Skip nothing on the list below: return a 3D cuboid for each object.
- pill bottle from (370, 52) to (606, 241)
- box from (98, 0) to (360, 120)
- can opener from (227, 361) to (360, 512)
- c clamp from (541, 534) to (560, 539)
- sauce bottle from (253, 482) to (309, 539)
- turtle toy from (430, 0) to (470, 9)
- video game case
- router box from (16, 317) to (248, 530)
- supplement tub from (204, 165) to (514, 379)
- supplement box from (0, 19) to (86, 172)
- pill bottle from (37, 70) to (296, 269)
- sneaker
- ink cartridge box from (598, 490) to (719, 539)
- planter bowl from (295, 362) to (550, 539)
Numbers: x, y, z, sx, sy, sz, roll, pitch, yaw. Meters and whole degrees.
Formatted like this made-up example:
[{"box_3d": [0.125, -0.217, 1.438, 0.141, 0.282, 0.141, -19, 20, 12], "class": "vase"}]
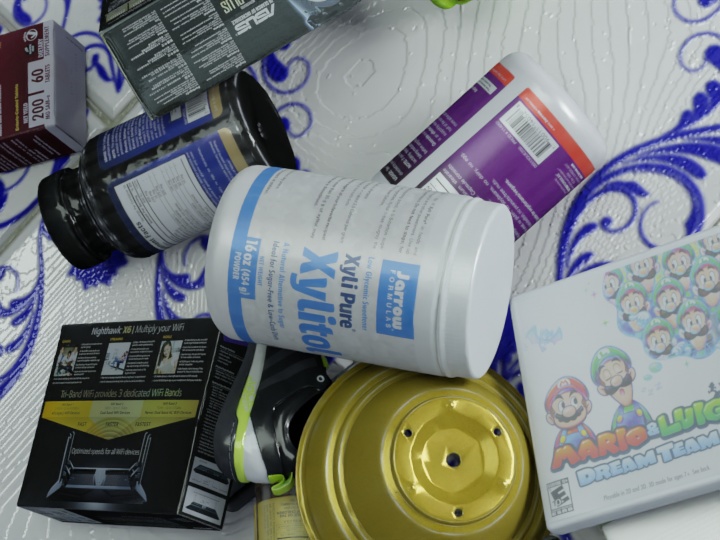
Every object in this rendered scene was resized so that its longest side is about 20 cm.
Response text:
[{"box_3d": [0.085, -0.066, 1.492, 0.200, 0.112, 0.113, -42, 60, 4], "class": "pill bottle"}, {"box_3d": [-0.109, -0.225, 1.596, 0.199, 0.086, 0.164, -30, 18, 3], "class": "box"}, {"box_3d": [-0.033, 0.128, 1.503, 0.200, 0.053, 0.067, -40, 59, 6], "class": "can opener"}, {"box_3d": [0.182, 0.237, 1.337, 0.199, 0.027, 0.172, 4, 95, 43], "class": "c clamp"}, {"box_3d": [-0.047, 0.255, 1.454, 0.064, 0.065, 0.201, -10, 68, 20], "class": "sauce bottle"}, {"box_3d": [0.069, -0.312, 1.592, 0.101, 0.145, 0.201, -31, 60, 33], "class": "turtle toy"}, {"box_3d": [0.208, 0.073, 1.355, 0.199, 0.024, 0.183, -20, 62, 24], "class": "video game case"}, {"box_3d": [-0.177, 0.121, 1.536, 0.199, 0.052, 0.158, -3, 68, 43], "class": "router box"}, {"box_3d": [0.000, 0.000, 1.392, 0.199, 0.132, 0.133, 9, 74, 18], "class": "supplement tub"}, {"box_3d": [-0.348, -0.144, 1.744, 0.199, 0.061, 0.109, -14, 66, 19], "class": "supplement box"}, {"box_3d": [-0.163, -0.078, 1.607, 0.199, 0.112, 0.112, -23, 62, 14], "class": "pill bottle"}, {"box_3d": [-0.045, 0.082, 1.470, 0.082, 0.072, 0.201, 8, 60, 17], "class": "sneaker"}, {"box_3d": [0.270, 0.229, 1.333, 0.145, 0.048, 0.201, -29, 68, 12], "class": "ink cartridge box"}, {"box_3d": [0.058, 0.143, 1.384, 0.199, 0.083, 0.202, 4, 73, -12], "class": "planter bowl"}]
